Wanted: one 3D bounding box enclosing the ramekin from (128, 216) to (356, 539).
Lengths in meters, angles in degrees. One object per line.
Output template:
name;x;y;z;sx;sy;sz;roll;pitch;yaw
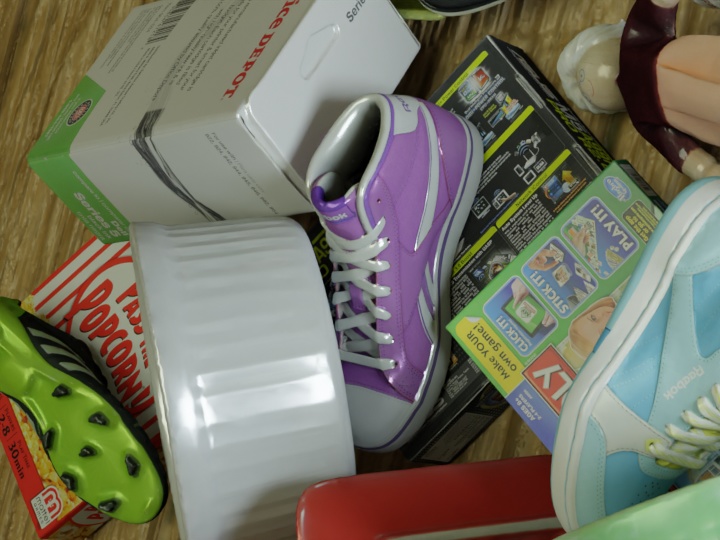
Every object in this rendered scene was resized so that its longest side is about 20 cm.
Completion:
ramekin;-0.067;0.064;1.047;0.097;0.201;0.201;-10;72;-9

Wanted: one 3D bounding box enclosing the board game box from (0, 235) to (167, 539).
board game box;-0.159;0.061;1.231;0.200;0.046;0.152;-40;62;23

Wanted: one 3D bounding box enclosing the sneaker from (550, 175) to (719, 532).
sneaker;0.176;0.066;0.903;0.130;0.079;0.200;32;107;43

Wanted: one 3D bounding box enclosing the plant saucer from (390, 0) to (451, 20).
plant saucer;0.002;-0.252;1.171;0.199;0.048;0.201;8;87;36

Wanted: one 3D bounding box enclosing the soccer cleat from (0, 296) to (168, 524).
soccer cleat;-0.181;0.079;1.169;0.200;0.081;0.068;41;112;21

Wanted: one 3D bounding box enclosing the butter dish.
butter dish;0.041;0.215;1.002;0.148;0.199;0.200;-37;61;55

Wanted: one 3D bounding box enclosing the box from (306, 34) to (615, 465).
box;0.062;-0.011;1.090;0.200;0.044;0.160;-48;58;19

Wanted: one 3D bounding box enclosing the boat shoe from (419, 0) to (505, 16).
boat shoe;0.109;-0.216;1.052;0.201;0.063;0.074;-32;84;13

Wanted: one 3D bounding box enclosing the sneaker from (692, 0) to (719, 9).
sneaker;0.220;-0.156;0.960;0.085;0.073;0.200;-48;31;5

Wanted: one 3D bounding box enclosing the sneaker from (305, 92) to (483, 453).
sneaker;-0.001;0.000;1.036;0.073;0.114;0.201;8;88;34

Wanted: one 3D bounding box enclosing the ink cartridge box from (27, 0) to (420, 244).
ink cartridge box;-0.084;-0.102;1.127;0.200;0.084;0.146;-6;44;44

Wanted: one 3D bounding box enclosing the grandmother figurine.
grandmother figurine;0.168;-0.100;0.981;0.200;0.060;0.122;-157;62;-63

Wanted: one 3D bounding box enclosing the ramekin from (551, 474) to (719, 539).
ramekin;0.173;0.153;0.853;0.200;0.200;0.098;-27;72;29

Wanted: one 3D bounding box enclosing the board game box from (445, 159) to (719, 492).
board game box;0.157;0.059;0.989;0.135;0.029;0.200;-46;74;19
